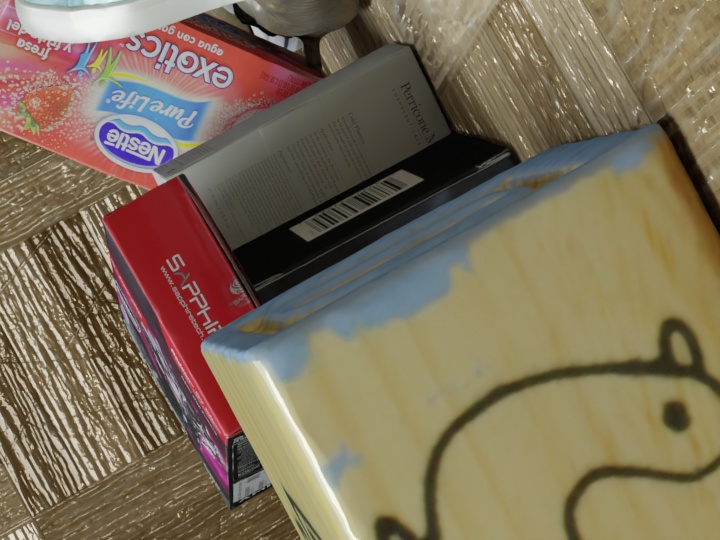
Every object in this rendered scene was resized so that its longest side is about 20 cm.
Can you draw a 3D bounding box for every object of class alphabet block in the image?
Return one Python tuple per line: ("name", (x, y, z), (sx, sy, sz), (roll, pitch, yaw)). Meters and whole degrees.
("alphabet block", (0.067, 0.074, 1.012), (0.200, 0.195, 0.196), (61, 174, -4))

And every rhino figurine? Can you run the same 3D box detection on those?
("rhino figurine", (-0.042, -0.158, 1.308), (0.087, 0.060, 0.200), (16, 165, 4))

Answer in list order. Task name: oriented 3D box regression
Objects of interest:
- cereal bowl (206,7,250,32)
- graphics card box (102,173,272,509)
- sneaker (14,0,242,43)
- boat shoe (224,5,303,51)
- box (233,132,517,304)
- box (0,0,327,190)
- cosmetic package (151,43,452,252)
("cereal bowl", (-0.114, -0.138, 1.744), (0.200, 0.083, 0.200), (159, 90, -84))
("graphics card box", (-0.076, 0.041, 1.222), (0.126, 0.051, 0.200), (59, 171, 11))
("sneaker", (-0.084, -0.171, 1.176), (0.074, 0.200, 0.082), (-78, -29, -57))
("boat shoe", (-0.080, -0.193, 1.446), (0.074, 0.067, 0.200), (56, 170, 35))
("box", (0.041, 0.053, 1.247), (0.200, 0.148, 0.107), (63, 172, -14))
("box", (-0.121, -0.104, 1.358), (0.200, 0.095, 0.103), (22, -169, -21))
("cosmetic package", (0.000, 0.000, 1.311), (0.200, 0.151, 0.052), (64, 173, -13))
